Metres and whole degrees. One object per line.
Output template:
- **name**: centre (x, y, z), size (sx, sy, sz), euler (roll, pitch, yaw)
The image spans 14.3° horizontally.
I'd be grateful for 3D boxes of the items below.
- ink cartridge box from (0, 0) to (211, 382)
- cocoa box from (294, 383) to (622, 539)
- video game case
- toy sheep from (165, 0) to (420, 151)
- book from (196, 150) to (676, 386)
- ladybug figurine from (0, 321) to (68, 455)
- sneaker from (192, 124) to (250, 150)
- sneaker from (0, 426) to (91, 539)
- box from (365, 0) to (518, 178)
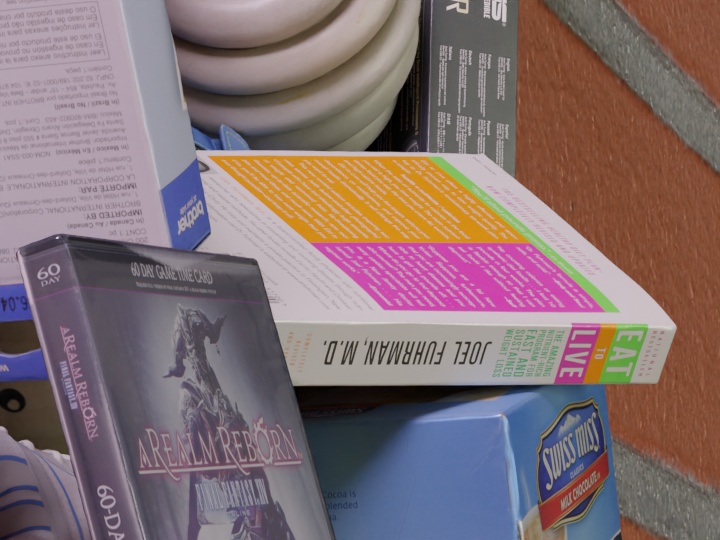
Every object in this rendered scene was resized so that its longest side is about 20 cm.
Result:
- **ink cartridge box**: centre (-0.116, -0.064, 0.858), size (0.042, 0.119, 0.201), euler (-46, 129, -64)
- **cocoa box**: centre (-0.012, 0.108, 1.080), size (0.133, 0.199, 0.132), euler (-22, 107, -68)
- **video game case**: centre (-0.034, 0.091, 0.788), size (0.143, 0.019, 0.201), euler (8, 66, -71)
- **toy sheep**: centre (-0.036, -0.105, 1.162), size (0.200, 0.137, 0.138), euler (69, 27, -52)
- **book**: centre (0.000, 0.000, 1.034), size (0.200, 0.134, 0.048), euler (2, 114, -38)
- **ladybug figurine**: centre (-0.119, -0.031, 0.958), size (0.072, 0.136, 0.201), euler (3, 68, -30)
- **sneaker**: centre (-0.074, -0.029, 1.110), size (0.200, 0.082, 0.074), euler (50, 43, -55)
- **sneaker**: centre (-0.109, 0.077, 0.875), size (0.200, 0.075, 0.087), euler (59, 43, -28)
- **box**: centre (0.012, -0.077, 1.249), size (0.043, 0.160, 0.201), euler (9, 72, -25)
